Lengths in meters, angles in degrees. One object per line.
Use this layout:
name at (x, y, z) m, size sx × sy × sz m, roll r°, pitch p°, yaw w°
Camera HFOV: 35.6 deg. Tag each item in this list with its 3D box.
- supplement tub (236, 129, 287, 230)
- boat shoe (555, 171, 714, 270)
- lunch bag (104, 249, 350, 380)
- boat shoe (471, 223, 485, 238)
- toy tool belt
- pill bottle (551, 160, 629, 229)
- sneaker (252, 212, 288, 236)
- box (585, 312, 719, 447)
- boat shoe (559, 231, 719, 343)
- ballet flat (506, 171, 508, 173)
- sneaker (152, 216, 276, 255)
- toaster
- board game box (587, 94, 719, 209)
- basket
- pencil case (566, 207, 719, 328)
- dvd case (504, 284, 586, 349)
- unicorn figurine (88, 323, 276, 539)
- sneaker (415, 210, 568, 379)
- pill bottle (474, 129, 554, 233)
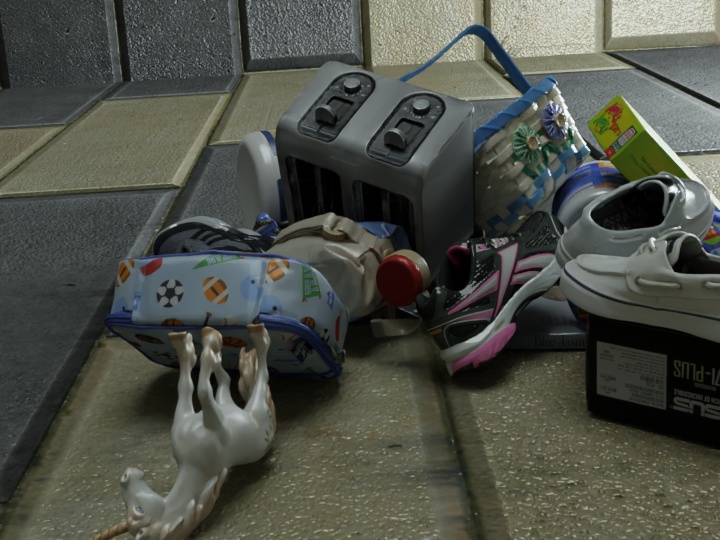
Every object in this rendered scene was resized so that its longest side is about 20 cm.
supplement tub at (-0.046, -0.110, 1.403) m, size 0.196 × 0.147 × 0.144 m, roll -9°, pitch 18°, yaw -18°
boat shoe at (0.249, -0.050, 0.974) m, size 0.197 × 0.069 × 0.072 m, roll -15°, pitch 56°, yaw -32°
lunch bag at (-0.105, 0.045, 0.960) m, size 0.196 × 0.077 × 0.161 m, roll 4°, pitch -22°, yaw 15°
boat shoe at (0.089, -0.037, 1.288) m, size 0.073 × 0.064 × 0.199 m, roll 5°, pitch 18°, yaw 31°
toy tool belt at (0.000, 0.000, 1.074) m, size 0.197 × 0.127 × 0.122 m, roll -7°, pitch 12°, yaw 35°
pill bottle at (0.266, -0.057, 1.230) m, size 0.110 × 0.114 × 0.200 m, roll -1°, pitch 18°, yaw 8°
sneaker at (-0.035, -0.038, 1.285) m, size 0.196 × 0.080 × 0.075 m, roll -9°, pitch 19°, yaw -18°
box at (0.300, 0.066, 0.877) m, size 0.197 × 0.088 × 0.163 m, roll 10°, pitch 23°, yaw 38°
boat shoe at (0.232, 0.005, 0.826) m, size 0.071 × 0.067 × 0.198 m, roll -17°, pitch 22°, yaw -35°
ballet flat at (0.097, -0.098, 1.299) m, size 0.196 × 0.069 × 0.068 m, roll 8°, pitch -9°, yaw -2°
sneaker at (-0.169, -0.006, 1.211) m, size 0.197 × 0.077 × 0.113 m, roll 10°, pitch 19°, yaw 29°
toaster at (0.019, -0.090, 1.139) m, size 0.179 × 0.202 × 0.119 m, roll 22°, pitch 51°, yaw 26°
board game box at (0.328, -0.086, 1.175) m, size 0.048 × 0.199 × 0.102 m, roll -42°, pitch 23°, yaw 18°
basket at (0.140, -0.156, 1.208) m, size 0.176 × 0.200 × 0.139 m, roll -41°, pitch -4°, yaw -32°
pencil case at (0.279, -0.007, 1.050) m, size 0.197 × 0.088 × 0.078 m, roll -16°, pitch -13°, yaw -33°
dvd case at (0.192, 0.043, 1.087) m, size 0.196 × 0.018 × 0.143 m, roll -2°, pitch 18°, yaw 6°
unicorn figurine at (-0.108, 0.111, 0.785) m, size 0.073 × 0.140 × 0.199 m, roll -3°, pitch 0°, yaw 35°
sneaker at (0.119, -0.001, 1.002) m, size 0.080 × 0.087 × 0.200 m, roll -27°, pitch 17°, yaw 46°
pill bottle at (0.181, -0.108, 1.410) m, size 0.110 × 0.115 × 0.200 m, roll -10°, pitch 18°, yaw -21°
